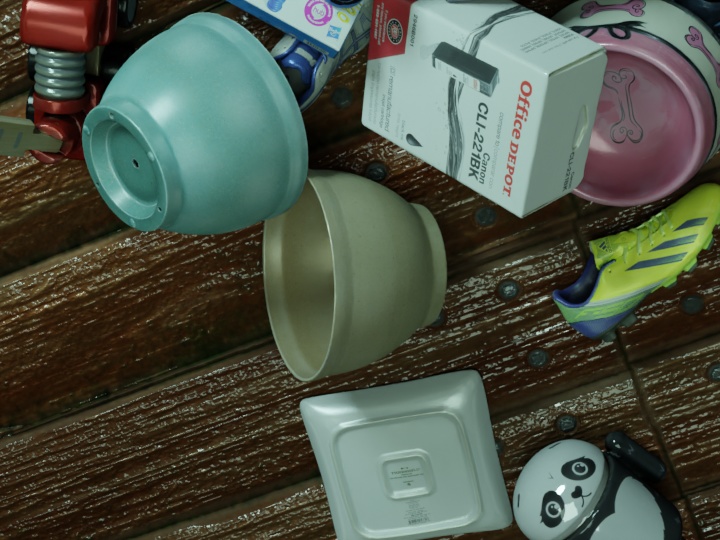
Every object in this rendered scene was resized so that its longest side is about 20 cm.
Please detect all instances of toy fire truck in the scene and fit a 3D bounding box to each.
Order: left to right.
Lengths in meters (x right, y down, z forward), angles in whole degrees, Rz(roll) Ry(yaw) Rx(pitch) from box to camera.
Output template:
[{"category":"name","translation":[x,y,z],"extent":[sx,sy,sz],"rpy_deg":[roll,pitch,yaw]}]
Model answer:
[{"category":"toy fire truck","translation":[-0.288,-0.176,1.204],"extent":[0.128,0.200,0.177],"rpy_deg":[9,114,1]}]

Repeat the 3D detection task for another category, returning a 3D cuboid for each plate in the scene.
[{"category":"plate","translation":[0.050,0.214,1.437],"extent":[0.198,0.032,0.201],"rpy_deg":[-11,113,9]}]

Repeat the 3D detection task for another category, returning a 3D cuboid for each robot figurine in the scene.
[{"category":"robot figurine","translation":[0.253,0.262,1.388],"extent":[0.200,0.151,0.125],"rpy_deg":[38,125,-12]}]

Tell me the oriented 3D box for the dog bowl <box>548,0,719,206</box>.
[{"category":"dog bowl","translation":[0.233,-0.145,1.203],"extent":[0.199,0.074,0.201],"rpy_deg":[13,130,17]}]

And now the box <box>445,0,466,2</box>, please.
[{"category":"box","translation":[0.164,-0.312,1.106],"extent":[0.199,0.115,0.132],"rpy_deg":[-6,153,-3]}]

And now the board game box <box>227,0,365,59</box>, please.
[{"category":"board game box","translation":[-0.062,-0.319,1.160],"extent":[0.199,0.056,0.197],"rpy_deg":[27,89,-7]}]

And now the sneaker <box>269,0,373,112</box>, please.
[{"category":"sneaker","translation":[-0.035,-0.208,1.230],"extent":[0.075,0.088,0.200],"rpy_deg":[32,111,-7]}]

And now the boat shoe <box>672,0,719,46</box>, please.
[{"category":"boat shoe","translation":[0.296,-0.247,1.192],"extent":[0.084,0.069,0.201],"rpy_deg":[11,114,1]}]

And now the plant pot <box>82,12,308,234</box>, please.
[{"category":"plant pot","translation":[-0.164,-0.114,1.205],"extent":[0.200,0.134,0.201],"rpy_deg":[29,135,34]}]

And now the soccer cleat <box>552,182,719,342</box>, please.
[{"category":"soccer cleat","translation":[0.270,-0.016,1.299],"extent":[0.084,0.065,0.200],"rpy_deg":[38,112,-9]}]

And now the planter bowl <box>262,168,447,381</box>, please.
[{"category":"planter bowl","translation":[0.000,0.000,1.276],"extent":[0.134,0.200,0.201],"rpy_deg":[-3,116,-22]}]

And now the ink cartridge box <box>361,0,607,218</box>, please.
[{"category":"ink cartridge box","translation":[0.103,-0.159,1.171],"extent":[0.200,0.084,0.145],"rpy_deg":[33,135,31]}]

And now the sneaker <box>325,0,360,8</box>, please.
[{"category":"sneaker","translation":[0.013,-0.316,1.101],"extent":[0.070,0.078,0.201],"rpy_deg":[14,91,-7]}]
